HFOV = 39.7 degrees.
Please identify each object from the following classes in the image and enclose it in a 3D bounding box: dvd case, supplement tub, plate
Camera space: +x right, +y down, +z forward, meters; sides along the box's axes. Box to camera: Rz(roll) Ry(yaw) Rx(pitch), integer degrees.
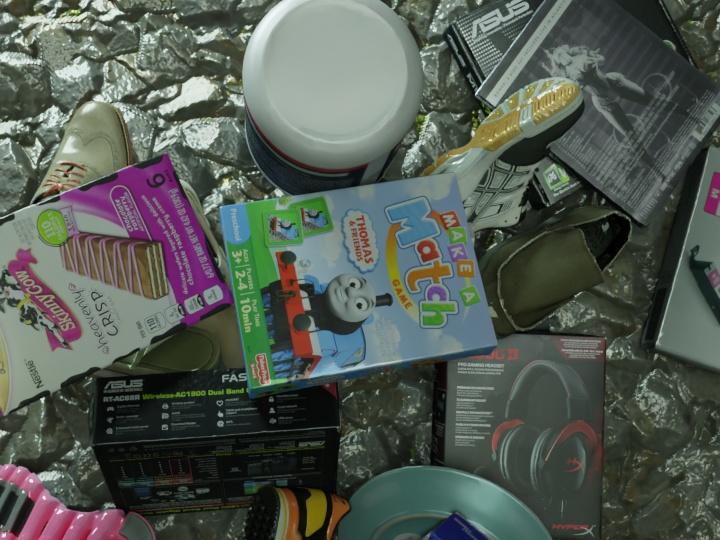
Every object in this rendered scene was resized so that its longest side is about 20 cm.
[{"bbox_3d":[0.225,-0.158,0.914,0.199,0.016,0.149,37,85,-4],"label":"dvd case"},{"bbox_3d":[-0.028,-0.135,0.833,0.138,0.200,0.142,1,82,-6],"label":"supplement tub"},{"bbox_3d":[0.072,0.255,0.856,0.198,0.026,0.202,9,121,14],"label":"plate"}]

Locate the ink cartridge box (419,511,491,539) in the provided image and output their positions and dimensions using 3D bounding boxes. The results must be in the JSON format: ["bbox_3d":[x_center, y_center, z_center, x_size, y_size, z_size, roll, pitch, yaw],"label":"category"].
[{"bbox_3d":[0.052,0.292,0.849,0.094,0.037,0.200,40,120,-4],"label":"ink cartridge box"}]

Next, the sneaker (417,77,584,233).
[{"bbox_3d":[0.130,-0.089,0.885,0.088,0.076,0.199,43,127,-14],"label":"sneaker"}]

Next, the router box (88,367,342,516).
[{"bbox_3d":[-0.115,0.144,0.835,0.197,0.151,0.063,-3,55,-6],"label":"router box"}]

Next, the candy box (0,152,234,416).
[{"bbox_3d":[-0.217,0.008,0.781,0.199,0.061,0.138,-27,95,-25],"label":"candy box"}]

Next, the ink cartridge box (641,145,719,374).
[{"bbox_3d":[0.379,0.004,0.954,0.172,0.044,0.202,17,85,-4],"label":"ink cartridge box"}]

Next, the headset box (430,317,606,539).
[{"bbox_3d":[0.141,0.135,0.904,0.147,0.075,0.203,3,87,-5],"label":"headset box"}]

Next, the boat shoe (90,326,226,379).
[{"bbox_3d":[-0.211,0.073,0.866,0.198,0.069,0.075,17,52,16],"label":"boat shoe"}]

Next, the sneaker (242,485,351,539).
[{"bbox_3d":[-0.061,0.279,0.862,0.089,0.070,0.202,5,110,-26],"label":"sneaker"}]

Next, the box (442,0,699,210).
[{"bbox_3d":[0.208,-0.188,0.944,0.198,0.048,0.195,-27,92,-7],"label":"box"}]

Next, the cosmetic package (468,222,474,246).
[{"bbox_3d":[0.000,0.000,0.881,0.197,0.051,0.084,2,109,3],"label":"cosmetic package"}]

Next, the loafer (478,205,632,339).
[{"bbox_3d":[0.172,-0.009,0.876,0.200,0.069,0.076,-37,104,-37],"label":"loafer"}]

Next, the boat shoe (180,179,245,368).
[{"bbox_3d":[-0.144,0.012,0.884,0.071,0.065,0.202,-20,89,-7],"label":"boat shoe"}]

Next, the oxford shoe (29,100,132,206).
[{"bbox_3d":[-0.243,-0.066,0.857,0.070,0.075,0.202,2,69,5],"label":"oxford shoe"}]

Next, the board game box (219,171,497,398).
[{"bbox_3d":[-0.004,0.009,0.800,0.198,0.037,0.153,-9,73,-11],"label":"board game box"}]

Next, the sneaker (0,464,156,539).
[{"bbox_3d":[-0.260,0.235,0.855,0.198,0.096,0.079,18,55,17],"label":"sneaker"}]
